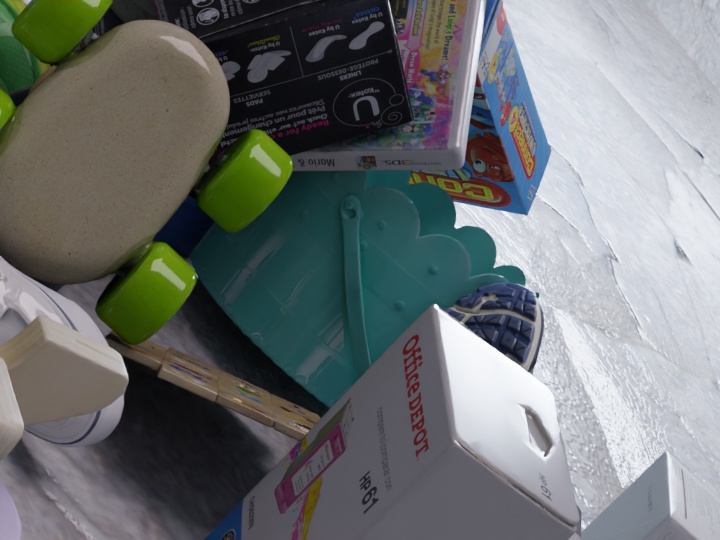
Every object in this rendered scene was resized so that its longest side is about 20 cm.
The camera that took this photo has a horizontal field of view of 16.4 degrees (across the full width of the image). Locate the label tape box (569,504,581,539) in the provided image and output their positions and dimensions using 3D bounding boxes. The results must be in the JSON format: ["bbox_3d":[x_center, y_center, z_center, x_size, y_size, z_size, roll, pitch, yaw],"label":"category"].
[{"bbox_3d":[0.051,0.170,1.358,0.063,0.144,0.200,41,18,-9],"label":"label tape box"}]

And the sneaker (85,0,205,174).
[{"bbox_3d":[-0.149,-0.139,1.602,0.078,0.086,0.200,-97,162,-58],"label":"sneaker"}]

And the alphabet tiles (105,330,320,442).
[{"bbox_3d":[-0.065,0.071,1.402,0.166,0.006,0.200,25,0,-3],"label":"alphabet tiles"}]

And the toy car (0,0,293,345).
[{"bbox_3d":[-0.156,-0.064,1.404,0.164,0.158,0.200,43,-10,-12],"label":"toy car"}]

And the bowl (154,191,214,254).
[{"bbox_3d":[-0.155,-0.095,1.676,0.201,0.039,0.201,40,18,-15],"label":"bowl"}]

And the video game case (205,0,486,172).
[{"bbox_3d":[-0.016,-0.140,1.550,0.024,0.181,0.200,77,18,-48],"label":"video game case"}]

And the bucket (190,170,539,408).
[{"bbox_3d":[0.000,0.000,1.603,0.207,0.135,0.207,41,9,-8],"label":"bucket"}]

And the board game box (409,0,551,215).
[{"bbox_3d":[0.012,-0.123,1.678,0.199,0.056,0.196,11,-24,21],"label":"board game box"}]

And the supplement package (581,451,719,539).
[{"bbox_3d":[0.241,0.241,1.682,0.200,0.110,0.114,42,17,-8],"label":"supplement package"}]

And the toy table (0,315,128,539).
[{"bbox_3d":[-0.205,0.048,1.109,0.200,0.117,0.184,23,27,-47],"label":"toy table"}]

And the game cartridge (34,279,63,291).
[{"bbox_3d":[-0.235,-0.066,1.438,0.200,0.040,0.133,44,14,-1],"label":"game cartridge"}]

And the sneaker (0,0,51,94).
[{"bbox_3d":[-0.254,-0.159,1.558,0.200,0.083,0.074,59,-14,3],"label":"sneaker"}]

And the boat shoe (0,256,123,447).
[{"bbox_3d":[-0.206,0.019,1.268,0.200,0.074,0.065,40,20,18],"label":"boat shoe"}]

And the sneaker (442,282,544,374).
[{"bbox_3d":[0.062,0.104,1.513,0.077,0.200,0.085,18,-12,31],"label":"sneaker"}]

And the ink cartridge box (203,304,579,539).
[{"bbox_3d":[0.007,0.134,1.246,0.085,0.200,0.145,38,18,-20],"label":"ink cartridge box"}]

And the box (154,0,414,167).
[{"bbox_3d":[-0.057,-0.174,1.496,0.115,0.132,0.200,74,0,-48],"label":"box"}]
